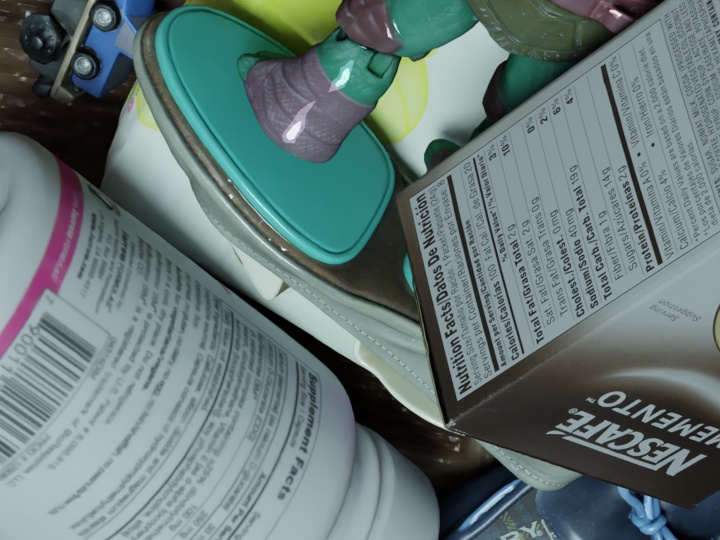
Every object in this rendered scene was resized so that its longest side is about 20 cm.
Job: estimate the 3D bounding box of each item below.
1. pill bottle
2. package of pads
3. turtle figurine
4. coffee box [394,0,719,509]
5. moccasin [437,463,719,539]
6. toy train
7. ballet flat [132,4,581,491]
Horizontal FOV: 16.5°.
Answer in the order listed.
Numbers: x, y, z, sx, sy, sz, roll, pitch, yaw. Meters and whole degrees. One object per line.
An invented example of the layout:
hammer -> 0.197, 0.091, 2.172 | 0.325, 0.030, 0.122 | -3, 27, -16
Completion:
pill bottle -> -0.074, 0.054, 0.820 | 0.113, 0.114, 0.200 | -34, 124, 26
package of pads -> 0.018, -0.068, 0.809 | 0.154, 0.068, 0.200 | 31, 118, -1
turtle figurine -> 0.057, -0.101, 0.699 | 0.150, 0.101, 0.200 | 37, 119, -3
coffee box -> 0.120, -0.023, 0.666 | 0.113, 0.080, 0.200 | 19, 137, -41
moccasin -> 0.086, 0.093, 0.865 | 0.200, 0.068, 0.081 | -35, 101, 24
toy train -> -0.061, -0.135, 0.817 | 0.046, 0.034, 0.200 | 32, 118, 6
ballet flat -> 0.000, 0.000, 0.774 | 0.200, 0.067, 0.064 | 38, 136, -4
